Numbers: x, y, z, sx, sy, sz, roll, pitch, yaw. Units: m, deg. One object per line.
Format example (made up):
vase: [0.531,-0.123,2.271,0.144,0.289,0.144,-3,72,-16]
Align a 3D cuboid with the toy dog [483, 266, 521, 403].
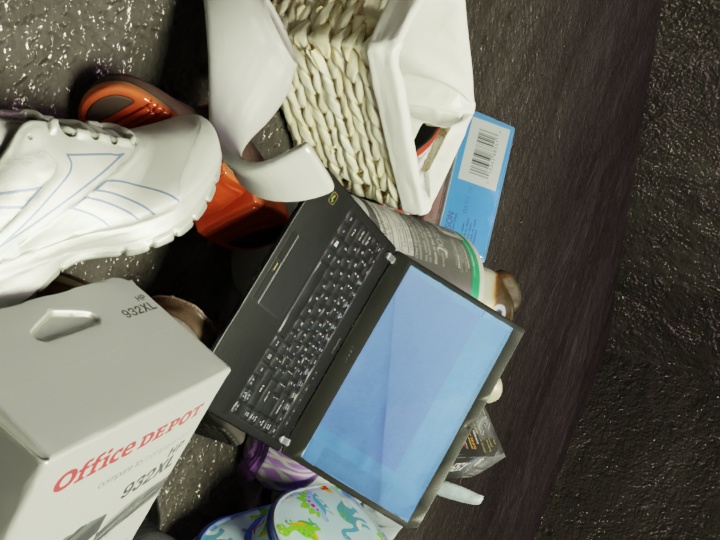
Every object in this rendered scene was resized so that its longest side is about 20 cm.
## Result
toy dog: [0.107,0.064,1.115,0.200,0.138,0.196,128,-32,-63]

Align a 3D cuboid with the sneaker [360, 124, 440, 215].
sneaker: [0.031,-0.077,1.002,0.202,0.067,0.108,-61,156,-25]

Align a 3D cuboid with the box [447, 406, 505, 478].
box: [0.039,0.093,0.922,0.157,0.050,0.201,10,51,-48]

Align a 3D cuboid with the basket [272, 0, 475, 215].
basket: [0.011,-0.163,0.809,0.201,0.122,0.136,74,36,-55]

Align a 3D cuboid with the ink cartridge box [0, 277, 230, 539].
ink cartridge box: [-0.171,0.117,0.496,0.201,0.084,0.145,-59,165,22]

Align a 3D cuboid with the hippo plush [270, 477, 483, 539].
hippo plush: [-0.003,0.183,1.013,0.200,0.158,0.162,-43,-147,37]

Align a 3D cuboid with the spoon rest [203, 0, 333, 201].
spoon rest: [-0.069,-0.116,0.631,0.100,0.060,0.201,58,10,-46]

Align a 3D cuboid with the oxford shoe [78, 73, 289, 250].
oxford shoe: [-0.116,-0.080,0.650,0.200,0.071,0.073,43,30,-59]

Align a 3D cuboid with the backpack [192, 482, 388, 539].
backpack: [-0.059,0.275,0.823,0.199,0.183,0.147,-1,135,-52]

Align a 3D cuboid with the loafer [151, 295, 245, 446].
loafer: [-0.119,0.062,0.718,0.200,0.072,0.071,85,23,-63]

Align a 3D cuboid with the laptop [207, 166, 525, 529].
laptop: [0.006,0.061,0.692,0.178,0.103,0.200,-60,146,-11]

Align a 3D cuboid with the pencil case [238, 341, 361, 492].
pencil case: [-0.052,0.124,0.826,0.085,0.084,0.200,-33,161,-25]

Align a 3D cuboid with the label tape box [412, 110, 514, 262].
label tape box: [0.080,-0.084,1.077,0.200,0.063,0.146,179,-74,-69]

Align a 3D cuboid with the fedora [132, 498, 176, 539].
fedora: [-0.167,0.241,0.667,0.200,0.091,0.202,16,90,-69]

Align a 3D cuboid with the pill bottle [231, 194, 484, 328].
pill bottle: [0.000,0.000,0.816,0.199,0.113,0.114,15,90,-40]

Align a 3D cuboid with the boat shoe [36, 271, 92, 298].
boat shoe: [-0.157,0.076,0.612,0.201,0.071,0.068,80,31,-54]

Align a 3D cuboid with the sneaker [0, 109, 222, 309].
sneaker: [-0.151,-0.046,0.507,0.200,0.074,0.088,-33,127,-40]
